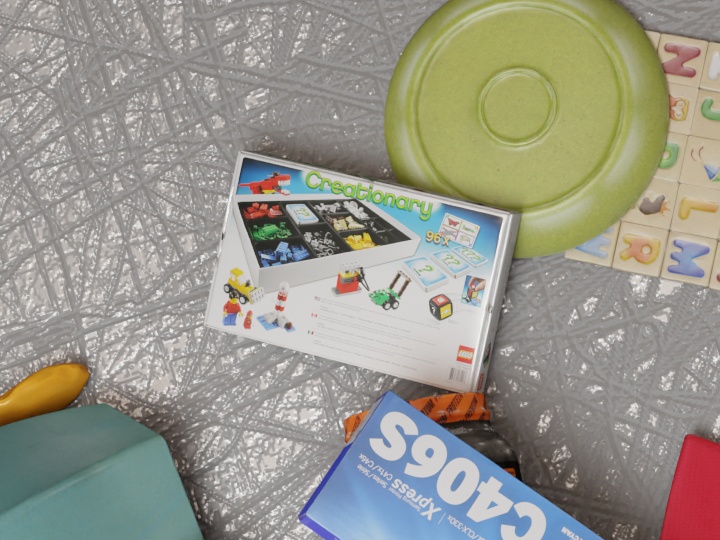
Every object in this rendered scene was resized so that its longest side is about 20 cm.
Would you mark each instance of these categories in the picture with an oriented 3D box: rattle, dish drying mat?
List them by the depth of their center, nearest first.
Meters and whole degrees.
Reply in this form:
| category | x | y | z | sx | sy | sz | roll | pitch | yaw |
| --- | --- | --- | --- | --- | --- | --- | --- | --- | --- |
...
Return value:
| category | x | y | z | sx | sy | sz | roll | pitch | yaw |
| --- | --- | --- | --- | --- | --- | --- | --- | --- | --- |
| dish drying mat | 0.221 | 0.203 | 1.347 | 0.077 | 0.018 | 0.200 | 19 | 59 | -1 |
| rattle | -0.318 | 0.067 | 1.500 | 0.200 | 0.130 | 0.143 | 29 | 77 | 40 |

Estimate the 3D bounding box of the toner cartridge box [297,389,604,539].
| category | x | y | z | sx | sy | sz | roll | pitch | yaw |
| --- | --- | --- | --- | --- | --- | --- | --- | --- | --- |
| toner cartridge box | 0.070 | 0.169 | 1.297 | 0.200 | 0.043 | 0.095 | 34 | 77 | -1 |

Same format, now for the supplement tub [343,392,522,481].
| category | x | y | z | sx | sy | sz | roll | pitch | yaw |
| --- | --- | --- | --- | --- | --- | --- | --- | --- | --- |
| supplement tub | 0.053 | 0.186 | 1.376 | 0.122 | 0.123 | 0.200 | -12 | 79 | 10 |

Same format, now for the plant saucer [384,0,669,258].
| category | x | y | z | sx | sy | sz | roll | pitch | yaw |
| --- | --- | --- | --- | --- | --- | --- | --- | --- | --- |
| plant saucer | 0.110 | -0.109 | 1.448 | 0.200 | 0.031 | 0.200 | -2 | 82 | 14 |

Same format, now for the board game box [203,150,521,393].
| category | x | y | z | sx | sy | sz | roll | pitch | yaw |
| --- | --- | --- | --- | --- | --- | --- | --- | --- | --- |
| board game box | 0.000 | 0.000 | 1.441 | 0.200 | 0.035 | 0.126 | 14 | 96 | 17 |

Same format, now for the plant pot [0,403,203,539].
| category | x | y | z | sx | sy | sz | roll | pitch | yaw |
| --- | --- | --- | --- | --- | --- | --- | --- | --- | --- |
| plant pot | -0.216 | 0.183 | 1.392 | 0.200 | 0.141 | 0.141 | -30 | 117 | -25 |

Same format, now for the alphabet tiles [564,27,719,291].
| category | x | y | z | sx | sy | sz | roll | pitch | yaw |
| --- | --- | --- | --- | --- | --- | --- | --- | --- | --- |
| alphabet tiles | 0.220 | -0.075 | 1.437 | 0.200 | 0.006 | 0.167 | 12 | 84 | 13 |
